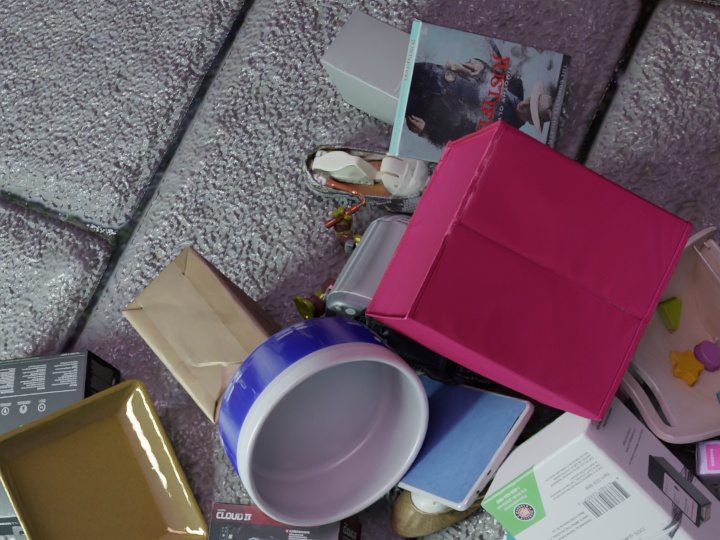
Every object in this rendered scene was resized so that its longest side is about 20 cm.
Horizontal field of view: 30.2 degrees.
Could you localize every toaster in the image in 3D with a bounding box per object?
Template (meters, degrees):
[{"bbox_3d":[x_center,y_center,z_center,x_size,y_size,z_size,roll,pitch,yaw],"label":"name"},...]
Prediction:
[{"bbox_3d":[0.067,0.029,1.393,0.199,0.114,0.130,19,63,8],"label":"toaster"}]

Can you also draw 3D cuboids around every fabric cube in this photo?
[{"bbox_3d":[0.148,0.000,1.229,0.199,0.196,0.201,27,86,-8],"label":"fabric cube"}]

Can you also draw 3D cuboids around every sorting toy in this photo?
[{"bbox_3d":[0.319,0.086,1.283,0.179,0.107,0.200,-21,69,-34],"label":"sorting toy"}]

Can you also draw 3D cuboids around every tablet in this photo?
[{"bbox_3d":[0.082,0.172,1.367,0.130,0.014,0.200,-53,28,-17],"label":"tablet"}]

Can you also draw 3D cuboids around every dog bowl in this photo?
[{"bbox_3d":[-0.036,0.149,1.317,0.200,0.200,0.079,-42,40,-2],"label":"dog bowl"}]

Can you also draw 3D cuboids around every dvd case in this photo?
[{"bbox_3d":[0.133,-0.182,1.451,0.022,0.199,0.147,22,103,60],"label":"dvd case"}]

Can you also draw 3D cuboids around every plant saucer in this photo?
[{"bbox_3d":[-0.284,0.242,1.425,0.048,0.200,0.201,-28,86,47],"label":"plant saucer"}]

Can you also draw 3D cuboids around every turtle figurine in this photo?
[{"bbox_3d":[0.000,0.000,1.496,0.200,0.064,0.161,40,68,11],"label":"turtle figurine"}]

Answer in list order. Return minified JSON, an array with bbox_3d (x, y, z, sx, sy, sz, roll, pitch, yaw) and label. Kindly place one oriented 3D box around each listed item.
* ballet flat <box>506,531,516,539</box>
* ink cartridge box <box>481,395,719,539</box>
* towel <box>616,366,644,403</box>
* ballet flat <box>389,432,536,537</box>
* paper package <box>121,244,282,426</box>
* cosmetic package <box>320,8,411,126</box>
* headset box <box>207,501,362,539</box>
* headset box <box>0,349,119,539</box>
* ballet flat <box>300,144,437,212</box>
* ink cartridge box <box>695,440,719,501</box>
[{"bbox_3d":[0.168,0.303,1.322,0.062,0.067,0.201,17,85,-17],"label":"ballet flat"},{"bbox_3d":[0.237,0.231,1.239,0.200,0.084,0.146,45,126,-4],"label":"ink cartridge box"},{"bbox_3d":[0.271,0.039,1.391,0.144,0.023,0.200,44,86,3],"label":"towel"},{"bbox_3d":[0.113,0.214,1.371,0.199,0.072,0.068,-21,57,10],"label":"ballet flat"},{"bbox_3d":[-0.132,0.093,1.433,0.103,0.200,0.191,-44,63,-2],"label":"paper package"},{"bbox_3d":[0.062,-0.212,1.545,0.200,0.107,0.090,34,82,25],"label":"cosmetic package"},{"bbox_3d":[-0.086,0.331,1.389,0.148,0.077,0.201,0,68,18],"label":"headset box"},{"bbox_3d":[-0.375,0.206,1.525,0.173,0.093,0.201,-8,67,15],"label":"headset box"},{"bbox_3d":[0.019,-0.109,1.538,0.199,0.072,0.072,8,71,21],"label":"ballet flat"},{"bbox_3d":[0.422,0.189,1.254,0.199,0.119,0.042,-3,66,18],"label":"ink cartridge box"}]
